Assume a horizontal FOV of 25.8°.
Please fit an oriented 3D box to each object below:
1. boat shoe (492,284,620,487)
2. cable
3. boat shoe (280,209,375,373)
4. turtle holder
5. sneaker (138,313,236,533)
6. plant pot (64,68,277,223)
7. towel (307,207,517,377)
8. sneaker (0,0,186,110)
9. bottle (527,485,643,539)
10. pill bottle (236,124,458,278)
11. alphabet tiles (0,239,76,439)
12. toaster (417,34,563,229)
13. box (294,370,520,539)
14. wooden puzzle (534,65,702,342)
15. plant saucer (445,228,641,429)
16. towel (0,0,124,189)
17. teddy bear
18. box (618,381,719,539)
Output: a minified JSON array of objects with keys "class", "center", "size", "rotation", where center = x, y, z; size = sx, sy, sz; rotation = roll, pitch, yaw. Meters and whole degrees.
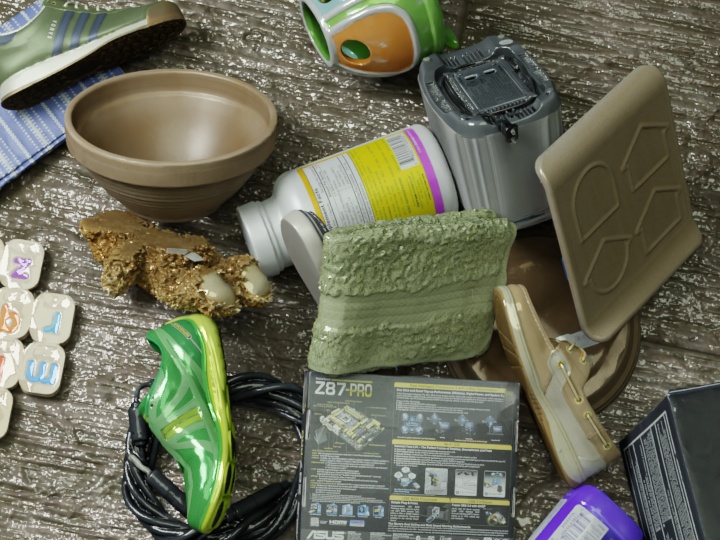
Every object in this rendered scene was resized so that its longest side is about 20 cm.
[{"class":"boat shoe","center":[0.181,0.096,1.441],"size":[0.069,0.074,0.201],"rotation":[-24,104,-3]},{"class":"cable","center":[-0.121,0.176,1.452],"size":[0.198,0.051,0.165],"rotation":[4,73,-1]},{"class":"boat shoe","center":[0.000,0.000,1.446],"size":[0.092,0.201,0.075],"rotation":[-36,45,-11]},{"class":"turtle holder","center":[0.005,-0.276,1.549],"size":[0.131,0.141,0.187],"rotation":[-25,76,-9]},{"class":"sneaker","center":[-0.155,0.139,1.408],"size":[0.083,0.074,0.202],"rotation":[-8,68,-2]},{"class":"plant pot","center":[-0.178,-0.108,1.495],"size":[0.199,0.093,0.201],"rotation":[2,31,-1]},{"class":"towel","center":[0.048,0.020,1.412],"size":[0.199,0.036,0.150],"rotation":[-5,114,-30]},{"class":"sneaker","center":[-0.279,-0.240,1.548],"size":[0.199,0.067,0.090],"rotation":[-26,78,-8]},{"class":"bottle","center":[0.167,0.290,1.418],"size":[0.083,0.065,0.200],"rotation":[42,76,-3]},{"class":"pill bottle","center":[-0.014,-0.060,1.501],"size":[0.199,0.104,0.105],"rotation":[-20,75,-7]},{"class":"alphabet tiles","center":[-0.375,0.060,1.498],"size":[0.198,0.015,0.197],"rotation":[8,72,0]},{"class":"toaster","center":[0.131,-0.125,1.484],"size":[0.113,0.130,0.200],"rotation":[-19,34,-7]},{"class":"box","center":[0.043,0.177,1.435],"size":[0.198,0.049,0.163],"rotation":[3,85,-7]},{"class":"wooden puzzle","center":[0.237,-0.064,1.476],"size":[0.046,0.201,0.185],"rotation":[13,45,46]},{"class":"plant saucer","center":[0.174,0.052,1.513],"size":[0.198,0.029,0.202],"rotation":[1,73,-3]},{"class":"towel","center":[-0.343,-0.172,1.571],"size":[0.200,0.024,0.145],"rotation":[-38,76,-14]},{"class":"teddy bear","center":[-0.174,0.004,1.458],"size":[0.198,0.145,0.067],"rotation":[13,113,15]},{"class":"box","center":[0.324,0.213,1.379],"size":[0.122,0.199,0.202],"rotation":[-9,73,-7]}]
